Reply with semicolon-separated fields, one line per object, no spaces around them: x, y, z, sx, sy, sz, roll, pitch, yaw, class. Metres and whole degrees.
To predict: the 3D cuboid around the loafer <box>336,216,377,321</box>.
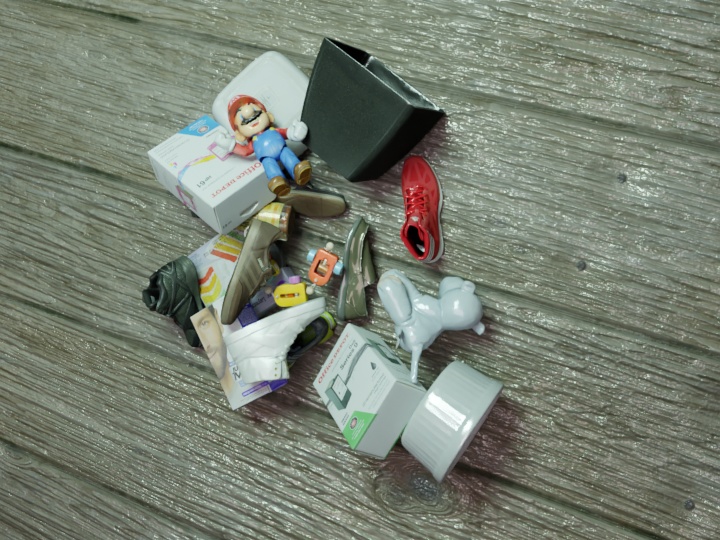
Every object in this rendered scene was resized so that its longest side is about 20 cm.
0.000;0.000;1.175;0.069;0.075;0.203;8;99;3;loafer

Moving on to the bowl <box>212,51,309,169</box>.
-0.175;-0.314;1.181;0.199;0.075;0.200;-43;80;-3;bowl

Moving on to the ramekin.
0.157;0.256;1.072;0.097;0.200;0.202;34;100;19;ramekin

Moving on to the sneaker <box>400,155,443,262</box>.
0.108;-0.114;1.109;0.077;0.115;0.203;-13;89;16;sneaker

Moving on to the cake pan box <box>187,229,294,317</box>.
-0.239;0.007;1.247;0.199;0.052;0.186;-31;86;14;cake pan box

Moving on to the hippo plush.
0.128;0.058;1.083;0.159;0.200;0.161;-23;108;7;hippo plush

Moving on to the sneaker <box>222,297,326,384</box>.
-0.136;0.132;1.108;0.198;0.074;0.117;-24;88;4;sneaker

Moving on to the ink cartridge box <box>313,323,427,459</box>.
0.010;0.212;1.108;0.147;0.083;0.200;-59;34;9;ink cartridge box

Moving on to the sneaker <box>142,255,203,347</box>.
-0.375;0.079;1.232;0.076;0.113;0.202;28;132;40;sneaker

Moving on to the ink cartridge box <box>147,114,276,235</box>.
-0.271;-0.180;1.141;0.199;0.085;0.144;38;63;22;ink cartridge box

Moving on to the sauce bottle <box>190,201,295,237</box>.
-0.227;-0.107;1.181;0.197;0.066;0.067;7;94;6;sauce bottle

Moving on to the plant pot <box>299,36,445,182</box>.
0.003;-0.272;1.103;0.200;0.199;0.178;41;112;10;plant pot

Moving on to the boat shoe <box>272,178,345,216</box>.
-0.121;-0.151;1.199;0.197;0.072;0.066;5;61;14;boat shoe

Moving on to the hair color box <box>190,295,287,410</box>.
-0.235;0.153;1.186;0.109;0.065;0.202;-29;83;27;hair color box

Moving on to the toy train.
-0.133;-0.008;1.165;0.198;0.056;0.152;22;101;8;toy train

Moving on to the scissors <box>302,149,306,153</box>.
-0.201;-0.264;1.217;0.197;0.014;0.074;0;79;1;scissors

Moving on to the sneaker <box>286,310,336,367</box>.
-0.143;0.147;1.208;0.199;0.081;0.074;-39;82;14;sneaker

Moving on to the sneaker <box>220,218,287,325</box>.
-0.193;0.012;1.110;0.075;0.070;0.203;19;96;-13;sneaker

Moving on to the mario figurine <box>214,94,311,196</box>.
-0.170;-0.230;1.057;0.201;0.123;0.106;53;134;18;mario figurine
